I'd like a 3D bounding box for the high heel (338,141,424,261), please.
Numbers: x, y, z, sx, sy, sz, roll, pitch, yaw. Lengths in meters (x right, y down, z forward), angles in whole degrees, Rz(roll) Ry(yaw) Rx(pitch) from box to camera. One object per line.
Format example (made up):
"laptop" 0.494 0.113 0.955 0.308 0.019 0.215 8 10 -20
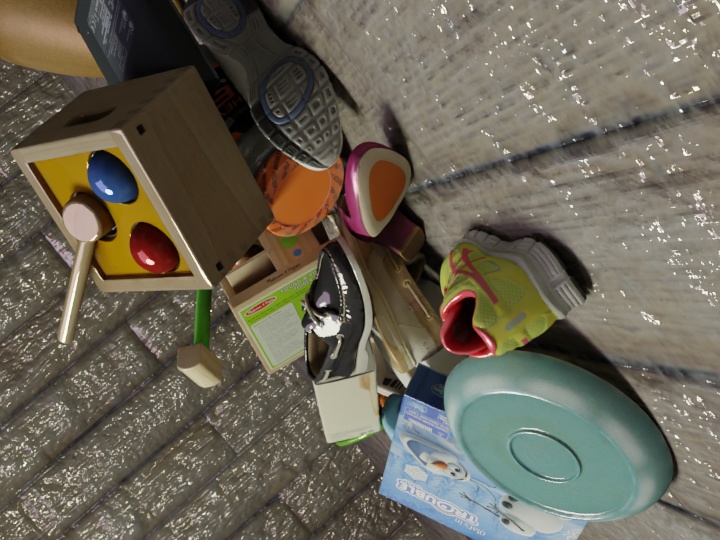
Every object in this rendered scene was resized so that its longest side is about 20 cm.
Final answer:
"high heel" -0.002 -0.073 0.882 0.096 0.068 0.200 34 177 22

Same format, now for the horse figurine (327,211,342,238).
"horse figurine" 0.000 0.000 1.163 0.133 0.050 0.200 60 169 -20

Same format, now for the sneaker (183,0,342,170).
"sneaker" -0.075 -0.166 0.891 0.201 0.074 0.087 56 179 19

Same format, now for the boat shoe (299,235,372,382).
"boat shoe" -0.029 0.043 0.978 0.201 0.060 0.074 93 155 -58

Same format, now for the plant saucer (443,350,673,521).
"plant saucer" 0.154 0.145 0.838 0.198 0.028 0.201 21 141 18

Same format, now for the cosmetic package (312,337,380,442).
"cosmetic package" -0.022 0.114 1.173 0.201 0.070 0.106 86 171 -64

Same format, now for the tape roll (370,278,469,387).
"tape roll" 0.097 0.107 1.067 0.203 0.071 0.203 47 169 12

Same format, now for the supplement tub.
"supplement tub" -0.111 -0.126 0.994 0.200 0.122 0.123 42 167 35

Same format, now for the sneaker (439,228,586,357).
"sneaker" 0.089 0.023 0.772 0.078 0.090 0.200 49 171 -5

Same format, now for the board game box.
"board game box" 0.124 0.197 0.980 0.198 0.044 0.200 23 143 11

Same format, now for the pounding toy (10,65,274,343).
"pounding toy" -0.208 -0.050 0.897 0.198 0.142 0.185 -3 126 39

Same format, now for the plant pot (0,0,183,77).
"plant pot" -0.294 -0.287 1.121 0.199 0.187 0.187 27 159 29

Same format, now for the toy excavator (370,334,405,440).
"toy excavator" 0.064 0.159 1.258 0.198 0.196 0.100 10 149 28

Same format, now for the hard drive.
"hard drive" -0.203 -0.204 0.947 0.201 0.033 0.140 58 145 18

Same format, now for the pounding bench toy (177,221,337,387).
"pounding bench toy" -0.120 0.009 1.058 0.157 0.199 0.125 55 173 37

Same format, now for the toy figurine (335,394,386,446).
"toy figurine" -0.005 0.143 1.556 0.186 0.149 0.200 63 -166 0

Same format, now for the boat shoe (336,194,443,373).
"boat shoe" 0.032 0.002 0.989 0.074 0.068 0.202 67 -179 -61
